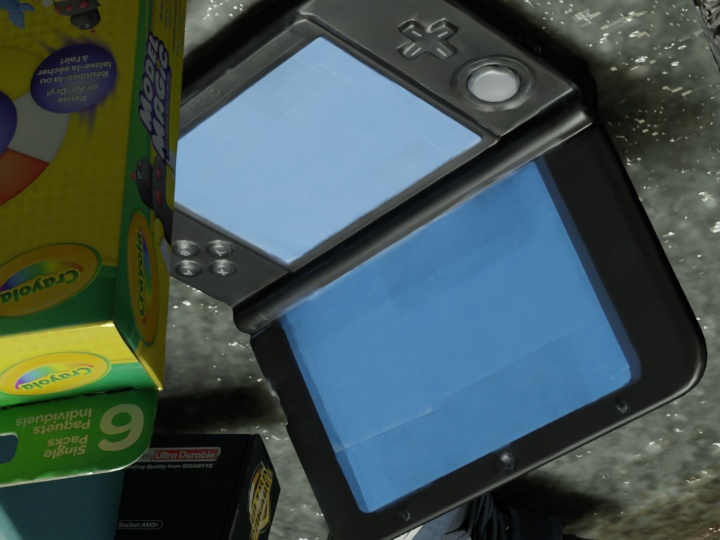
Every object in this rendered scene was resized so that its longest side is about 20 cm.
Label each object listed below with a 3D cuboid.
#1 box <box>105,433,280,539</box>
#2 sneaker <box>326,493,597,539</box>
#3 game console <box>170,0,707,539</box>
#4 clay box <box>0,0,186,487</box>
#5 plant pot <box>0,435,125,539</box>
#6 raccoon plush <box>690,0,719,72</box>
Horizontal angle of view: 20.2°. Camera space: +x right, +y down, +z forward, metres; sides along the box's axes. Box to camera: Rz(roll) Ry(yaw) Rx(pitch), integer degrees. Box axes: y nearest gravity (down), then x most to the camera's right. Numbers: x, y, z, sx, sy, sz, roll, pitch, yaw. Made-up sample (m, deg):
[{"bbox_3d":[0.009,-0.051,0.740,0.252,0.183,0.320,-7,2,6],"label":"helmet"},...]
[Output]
[{"bbox_3d":[-0.149,0.148,0.915,0.200,0.159,0.046,-1,135,18],"label":"box"},{"bbox_3d":[0.069,0.129,0.970,0.146,0.077,0.202,17,152,-4],"label":"sneaker"},{"bbox_3d":[0.000,0.000,0.771,0.176,0.116,0.200,29,135,-34],"label":"game console"},{"bbox_3d":[-0.121,-0.024,0.666,0.115,0.200,0.048,-9,143,12],"label":"clay box"},{"bbox_3d":[-0.199,0.058,0.842,0.141,0.141,0.200,-8,133,11],"label":"plant pot"},{"bbox_3d":[0.175,-0.112,0.675,0.134,0.097,0.200,-24,169,10],"label":"raccoon plush"}]
